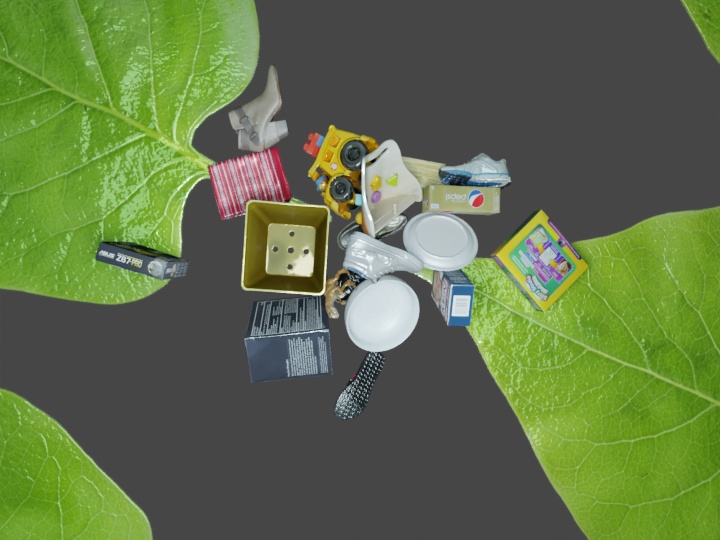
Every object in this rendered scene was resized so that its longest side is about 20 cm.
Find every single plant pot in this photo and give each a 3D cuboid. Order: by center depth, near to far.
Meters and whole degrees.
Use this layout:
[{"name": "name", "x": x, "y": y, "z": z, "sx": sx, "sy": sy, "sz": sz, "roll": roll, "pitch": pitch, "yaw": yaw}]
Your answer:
[{"name": "plant pot", "x": -0.178, "y": -0.052, "z": 1.306, "sx": 0.192, "sy": 0.176, "sz": 0.208, "roll": 4, "pitch": 90, "yaw": -4}]

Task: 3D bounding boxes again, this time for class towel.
[{"name": "towel", "x": -0.287, "y": -0.226, "z": 1.376, "sx": 0.194, "sy": 0.022, "sz": 0.150, "roll": -16, "pitch": 90, "yaw": -3}]

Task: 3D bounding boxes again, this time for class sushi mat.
[{"name": "sushi mat", "x": 0.130, "y": -0.249, "z": 1.408, "sx": 0.193, "sy": 0.012, "sz": 0.099, "roll": 9, "pitch": 88, "yaw": -4}]

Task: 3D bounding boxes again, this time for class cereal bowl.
[{"name": "cereal bowl", "x": 0.047, "y": 0.099, "z": 1.351, "sx": 0.193, "sy": 0.084, "sz": 0.206, "roll": -8, "pitch": 117, "yaw": -16}]

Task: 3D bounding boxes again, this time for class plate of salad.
[{"name": "plate of salad", "x": 0.204, "y": -0.072, "z": 1.362, "sx": 0.192, "sy": 0.049, "sz": 0.205, "roll": 3, "pitch": 51, "yaw": -3}]

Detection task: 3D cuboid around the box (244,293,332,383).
[{"name": "box", "x": -0.169, "y": 0.160, "z": 1.286, "sx": 0.191, "sy": 0.201, "sz": 0.127, "roll": -4, "pitch": 112, "yaw": -4}]

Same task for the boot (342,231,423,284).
[{"name": "boot", "x": 0.052, "y": -0.010, "z": 1.274, "sx": 0.195, "sy": 0.074, "sz": 0.098, "roll": 22, "pitch": 77, "yaw": -8}]

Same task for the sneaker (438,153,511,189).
[{"name": "sneaker", "x": 0.298, "y": -0.266, "z": 1.398, "sx": 0.193, "sy": 0.075, "sz": 0.090, "roll": 3, "pitch": 73, "yaw": -8}]

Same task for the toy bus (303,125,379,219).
[{"name": "toy bus", "x": -0.067, "y": -0.259, "z": 1.343, "sx": 0.188, "sy": 0.135, "sz": 0.205, "roll": 25, "pitch": 91, "yaw": 15}]

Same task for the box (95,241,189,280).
[{"name": "box", "x": -0.514, "y": -0.024, "z": 1.271, "sx": 0.156, "sy": 0.200, "sz": 0.051, "roll": 19, "pitch": 91, "yaw": -3}]

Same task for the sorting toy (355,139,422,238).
[{"name": "sorting toy", "x": 0.051, "y": -0.214, "z": 1.299, "sx": 0.105, "sy": 0.184, "sz": 0.199, "roll": 26, "pitch": 51, "yaw": 35}]

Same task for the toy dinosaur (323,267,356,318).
[{"name": "toy dinosaur", "x": -0.070, "y": 0.034, "z": 1.295, "sx": 0.104, "sy": 0.202, "sz": 0.061, "roll": -26, "pitch": 121, "yaw": 5}]

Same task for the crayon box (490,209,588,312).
[{"name": "crayon box", "x": 0.475, "y": -0.025, "z": 1.409, "sx": 0.172, "sy": 0.058, "sz": 0.201, "roll": -42, "pitch": 92, "yaw": -2}]

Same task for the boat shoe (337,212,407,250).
[{"name": "boat shoe", "x": 0.031, "y": -0.110, "z": 1.375, "sx": 0.195, "sy": 0.065, "sz": 0.075, "roll": -24, "pitch": 93, "yaw": -3}]

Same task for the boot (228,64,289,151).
[{"name": "boot", "x": -0.265, "y": -0.410, "z": 1.354, "sx": 0.141, "sy": 0.070, "sz": 0.207, "roll": -11, "pitch": 90, "yaw": -1}]

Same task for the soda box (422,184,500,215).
[{"name": "soda box", "x": 0.262, "y": -0.183, "z": 1.381, "sx": 0.193, "sy": 0.068, "sz": 0.067, "roll": 2, "pitch": 90, "yaw": -10}]

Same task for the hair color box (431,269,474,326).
[{"name": "hair color box", "x": 0.224, "y": 0.051, "z": 1.312, "sx": 0.058, "sy": 0.201, "sz": 0.104, "roll": 2, "pitch": 107, "yaw": -4}]

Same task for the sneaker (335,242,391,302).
[{"name": "sneaker", "x": 0.000, "y": 0.000, "z": 1.350, "sx": 0.073, "sy": 0.112, "sz": 0.200, "roll": 44, "pitch": 87, "yaw": -2}]

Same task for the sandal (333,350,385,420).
[{"name": "sandal", "x": -0.001, "y": 0.302, "z": 1.391, "sx": 0.074, "sy": 0.045, "sz": 0.203, "roll": 36, "pitch": 73, "yaw": -9}]
